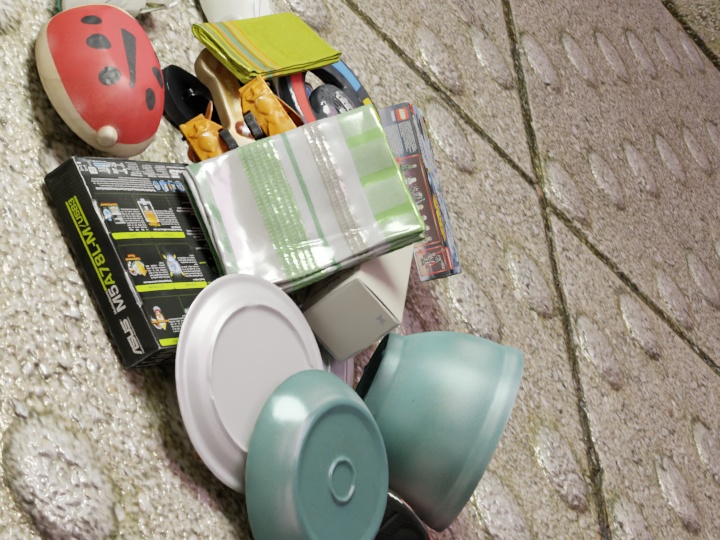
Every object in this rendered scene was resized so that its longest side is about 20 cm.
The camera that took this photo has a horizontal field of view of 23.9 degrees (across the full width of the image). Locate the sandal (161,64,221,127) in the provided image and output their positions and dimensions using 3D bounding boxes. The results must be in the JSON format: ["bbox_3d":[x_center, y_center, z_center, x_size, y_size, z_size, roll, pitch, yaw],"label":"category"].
[{"bbox_3d":[-0.145,-0.169,1.820,0.200,0.043,0.077,29,39,-47],"label":"sandal"}]

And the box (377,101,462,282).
[{"bbox_3d":[0.070,-0.089,1.961,0.137,0.040,0.202,-1,77,-81],"label":"box"}]

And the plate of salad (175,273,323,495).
[{"bbox_3d":[-0.102,0.103,1.532,0.199,0.048,0.202,19,65,-48],"label":"plate of salad"}]

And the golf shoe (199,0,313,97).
[{"bbox_3d":[-0.129,-0.253,1.917,0.201,0.078,0.097,56,31,-3],"label":"golf shoe"}]

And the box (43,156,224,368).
[{"bbox_3d":[-0.184,-0.010,1.567,0.200,0.047,0.194,-4,68,-64],"label":"box"}]

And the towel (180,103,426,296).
[{"bbox_3d":[-0.053,-0.064,1.607,0.031,0.199,0.150,114,-46,-75],"label":"towel"}]

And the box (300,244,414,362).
[{"bbox_3d":[0.000,0.000,1.700,0.068,0.082,0.200,48,23,-18],"label":"box"}]

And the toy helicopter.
[{"bbox_3d":[-0.130,-0.141,1.737,0.131,0.079,0.201,-12,67,-28],"label":"toy helicopter"}]

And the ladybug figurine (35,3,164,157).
[{"bbox_3d":[-0.237,-0.186,1.603,0.135,0.072,0.201,28,29,-35],"label":"ladybug figurine"}]

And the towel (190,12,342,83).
[{"bbox_3d":[-0.097,-0.243,1.817,0.086,0.018,0.200,45,29,13],"label":"towel"}]

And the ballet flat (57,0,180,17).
[{"bbox_3d":[-0.236,-0.285,1.738,0.070,0.069,0.200,58,22,-2],"label":"ballet flat"}]

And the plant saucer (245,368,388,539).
[{"bbox_3d":[-0.029,0.190,1.542,0.199,0.036,0.202,8,80,-55],"label":"plant saucer"}]

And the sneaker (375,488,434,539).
[{"bbox_3d":[0.055,0.296,1.665,0.201,0.074,0.087,53,0,-3],"label":"sneaker"}]

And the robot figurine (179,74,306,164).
[{"bbox_3d":[-0.082,-0.081,1.658,0.201,0.144,0.058,57,-5,6],"label":"robot figurine"}]

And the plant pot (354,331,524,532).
[{"bbox_3d":[0.061,0.142,1.712,0.133,0.201,0.201,26,30,-4],"label":"plant pot"}]

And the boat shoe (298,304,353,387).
[{"bbox_3d":[-0.049,0.106,1.651,0.072,0.070,0.202,46,29,-48],"label":"boat shoe"}]

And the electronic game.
[{"bbox_3d":[-0.026,-0.172,1.901,0.200,0.041,0.201,43,31,-34],"label":"electronic game"}]
